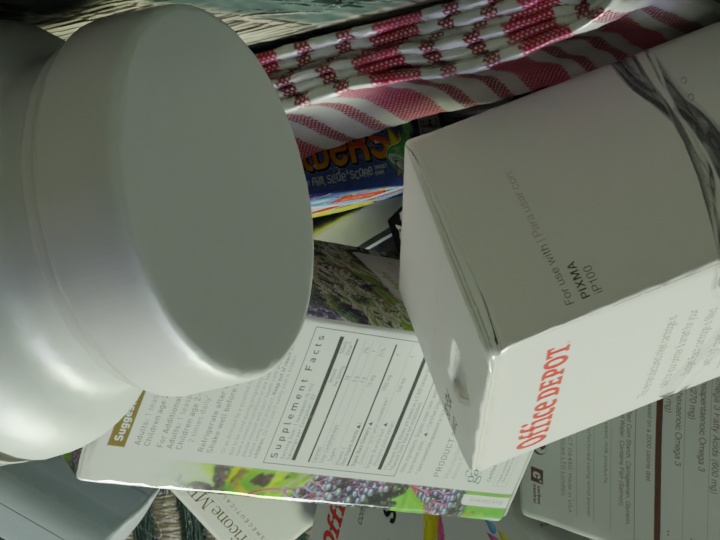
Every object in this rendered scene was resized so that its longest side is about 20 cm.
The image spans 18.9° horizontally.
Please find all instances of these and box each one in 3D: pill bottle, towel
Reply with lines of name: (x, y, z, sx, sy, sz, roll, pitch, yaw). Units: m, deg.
pill bottle: (-0.121, -0.002, 0.567, 0.200, 0.116, 0.116, -12, 177, 26)
towel: (0.026, -0.065, 0.743, 0.200, 0.030, 0.146, -12, 178, 28)

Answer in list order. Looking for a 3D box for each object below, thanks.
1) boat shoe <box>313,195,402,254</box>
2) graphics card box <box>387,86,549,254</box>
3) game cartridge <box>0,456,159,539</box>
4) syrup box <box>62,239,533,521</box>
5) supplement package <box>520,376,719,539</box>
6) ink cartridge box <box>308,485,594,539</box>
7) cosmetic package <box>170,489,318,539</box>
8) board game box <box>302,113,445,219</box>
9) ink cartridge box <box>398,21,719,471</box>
boat shoe: (0.000, 0.000, 1.049, 0.200, 0.068, 0.072, -28, -168, -14)
graphics card box: (0.100, -0.041, 0.915, 0.125, 0.051, 0.200, -16, 169, -18)
game cartridge: (-0.148, 0.059, 1.005, 0.133, 0.042, 0.200, 28, -158, -10)
syrup box: (-0.026, 0.037, 0.836, 0.200, 0.081, 0.079, 9, -158, -34)
supplement package: (0.176, 0.060, 0.895, 0.117, 0.117, 0.200, -13, -161, -41)
ink cartridge box: (0.068, 0.136, 1.041, 0.084, 0.145, 0.200, -12, -137, -32)
cosmetic package: (-0.022, 0.050, 1.142, 0.200, 0.108, 0.085, -42, -156, 0)
board game box: (-0.075, -0.032, 0.986, 0.135, 0.034, 0.200, -8, 176, -45)
ink cartridge box: (0.117, -0.018, 0.745, 0.200, 0.083, 0.147, -21, 161, -8)
